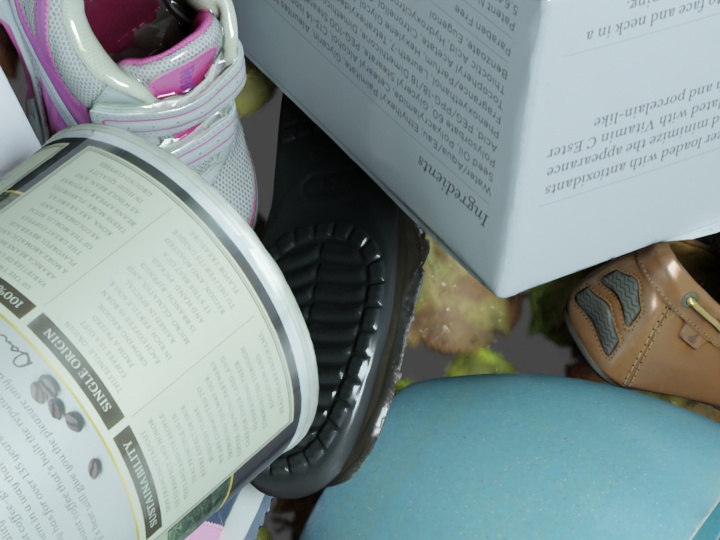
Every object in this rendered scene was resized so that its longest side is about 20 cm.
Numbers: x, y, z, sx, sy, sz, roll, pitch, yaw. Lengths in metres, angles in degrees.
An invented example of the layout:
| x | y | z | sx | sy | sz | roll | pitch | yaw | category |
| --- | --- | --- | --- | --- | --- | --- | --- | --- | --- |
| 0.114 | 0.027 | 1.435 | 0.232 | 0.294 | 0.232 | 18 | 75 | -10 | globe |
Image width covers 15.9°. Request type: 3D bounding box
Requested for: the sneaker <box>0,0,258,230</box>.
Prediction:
| x | y | z | sx | sy | sz | roll | pitch | yaw | category |
| --- | --- | --- | --- | --- | --- | --- | --- | --- | --- |
| -0.085 | -0.072 | 0.976 | 0.081 | 0.088 | 0.200 | -41 | 130 | -18 | sneaker |

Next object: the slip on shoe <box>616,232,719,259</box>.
| x | y | z | sx | sy | sz | roll | pitch | yaw | category |
| --- | --- | --- | --- | --- | --- | --- | --- | --- | --- |
| 0.133 | -0.076 | 1.118 | 0.074 | 0.061 | 0.201 | -15 | 114 | -49 | slip on shoe |

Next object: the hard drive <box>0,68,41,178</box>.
| x | y | z | sx | sy | sz | roll | pitch | yaw | category |
| --- | --- | --- | --- | --- | --- | --- | --- | --- | --- |
| -0.210 | -0.059 | 0.904 | 0.200 | 0.027 | 0.132 | -31 | 96 | -49 | hard drive |

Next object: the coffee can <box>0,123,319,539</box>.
| x | y | z | sx | sy | sz | roll | pitch | yaw | category |
| --- | --- | --- | --- | --- | --- | --- | --- | --- | --- |
| -0.132 | 0.062 | 0.893 | 0.200 | 0.146 | 0.147 | -40 | 109 | -33 | coffee can |

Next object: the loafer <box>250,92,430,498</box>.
| x | y | z | sx | sy | sz | roll | pitch | yaw | category |
| --- | --- | --- | --- | --- | --- | --- | --- | --- | --- |
| 0.000 | 0.000 | 1.022 | 0.071 | 0.073 | 0.201 | 41 | 55 | -52 | loafer |

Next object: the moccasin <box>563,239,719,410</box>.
| x | y | z | sx | sy | sz | roll | pitch | yaw | category |
| --- | --- | --- | --- | --- | --- | --- | --- | --- | --- |
| 0.169 | 0.017 | 1.102 | 0.201 | 0.074 | 0.078 | 17 | 129 | -45 | moccasin |

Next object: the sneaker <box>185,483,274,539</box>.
| x | y | z | sx | sy | sz | roll | pitch | yaw | category |
| --- | --- | --- | --- | --- | --- | --- | --- | --- | --- |
| -0.100 | 0.127 | 0.983 | 0.082 | 0.070 | 0.200 | 32 | 48 | -8 | sneaker |

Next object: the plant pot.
| x | y | z | sx | sy | sz | roll | pitch | yaw | category |
| --- | --- | --- | --- | --- | --- | --- | --- | --- | --- |
| 0.052 | 0.120 | 1.031 | 0.134 | 0.200 | 0.201 | 32 | 76 | 12 | plant pot |

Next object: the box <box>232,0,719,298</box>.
| x | y | z | sx | sy | sz | roll | pitch | yaw | category |
| --- | --- | --- | --- | --- | --- | --- | --- | --- | --- |
| 0.080 | -0.117 | 0.957 | 0.198 | 0.200 | 0.131 | -19 | 134 | -29 | box |
